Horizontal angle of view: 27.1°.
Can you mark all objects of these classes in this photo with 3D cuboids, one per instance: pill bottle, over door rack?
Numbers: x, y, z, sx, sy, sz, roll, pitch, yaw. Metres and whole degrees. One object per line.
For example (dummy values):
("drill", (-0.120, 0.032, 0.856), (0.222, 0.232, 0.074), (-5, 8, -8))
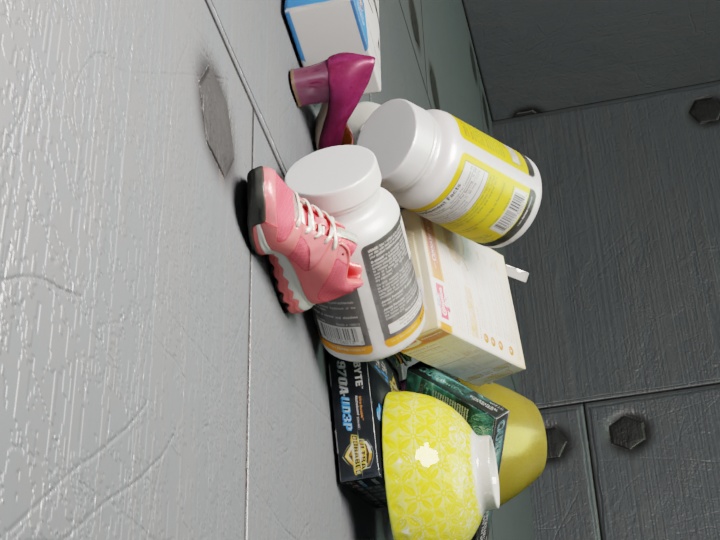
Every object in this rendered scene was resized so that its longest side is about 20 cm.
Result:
("pill bottle", (0.097, -0.108, 1.647), (0.199, 0.114, 0.115), (24, 50, -38))
("pill bottle", (-0.008, -0.017, 1.508), (0.117, 0.115, 0.201), (-83, 162, -57))
("over door rack", (0.133, 0.055, 1.913), (0.200, 0.066, 0.149), (-169, -82, -74))

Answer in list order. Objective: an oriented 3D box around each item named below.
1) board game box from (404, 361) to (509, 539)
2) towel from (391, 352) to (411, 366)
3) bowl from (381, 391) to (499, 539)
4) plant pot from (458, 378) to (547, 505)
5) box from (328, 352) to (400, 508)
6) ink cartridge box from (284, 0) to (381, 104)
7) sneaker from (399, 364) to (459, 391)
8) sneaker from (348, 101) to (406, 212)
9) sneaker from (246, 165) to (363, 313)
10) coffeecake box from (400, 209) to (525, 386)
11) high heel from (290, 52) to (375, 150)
("board game box", (0.102, 0.221, 1.740), (0.028, 0.135, 0.201), (-24, 131, -43))
("towel", (0.000, 0.000, 1.680), (0.200, 0.022, 0.147), (48, 30, -42))
("bowl", (0.093, 0.224, 1.625), (0.200, 0.107, 0.202), (-8, 90, -81))
("plant pot", (0.158, 0.224, 1.933), (0.200, 0.141, 0.202), (175, -90, -74))
("box", (0.011, 0.168, 1.647), (0.200, 0.046, 0.160), (56, 27, -69))
("ink cartridge box", (-0.030, -0.319, 1.739), (0.145, 0.084, 0.201), (70, 14, -48))
("sneaker", (0.061, 0.206, 1.835), (0.080, 0.088, 0.202), (40, -47, 45))
("sneaker", (0.027, -0.148, 1.760), (0.071, 0.073, 0.200), (54, 3, -45))
("sneaker", (-0.049, -0.036, 1.377), (0.201, 0.086, 0.074), (66, 17, -56))
("coffeecake box", (0.102, 0.033, 1.739), (0.200, 0.073, 0.155), (27, 47, -51))
("high heel", (-0.009, -0.172, 1.690), (0.200, 0.095, 0.068), (61, 21, -62))
